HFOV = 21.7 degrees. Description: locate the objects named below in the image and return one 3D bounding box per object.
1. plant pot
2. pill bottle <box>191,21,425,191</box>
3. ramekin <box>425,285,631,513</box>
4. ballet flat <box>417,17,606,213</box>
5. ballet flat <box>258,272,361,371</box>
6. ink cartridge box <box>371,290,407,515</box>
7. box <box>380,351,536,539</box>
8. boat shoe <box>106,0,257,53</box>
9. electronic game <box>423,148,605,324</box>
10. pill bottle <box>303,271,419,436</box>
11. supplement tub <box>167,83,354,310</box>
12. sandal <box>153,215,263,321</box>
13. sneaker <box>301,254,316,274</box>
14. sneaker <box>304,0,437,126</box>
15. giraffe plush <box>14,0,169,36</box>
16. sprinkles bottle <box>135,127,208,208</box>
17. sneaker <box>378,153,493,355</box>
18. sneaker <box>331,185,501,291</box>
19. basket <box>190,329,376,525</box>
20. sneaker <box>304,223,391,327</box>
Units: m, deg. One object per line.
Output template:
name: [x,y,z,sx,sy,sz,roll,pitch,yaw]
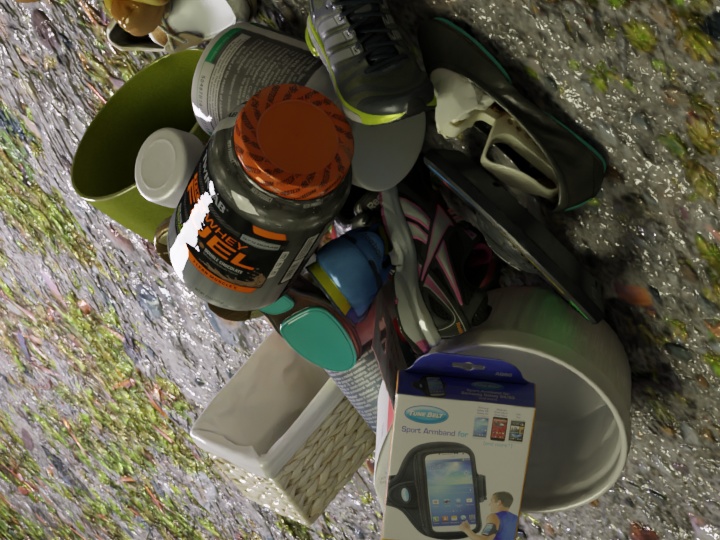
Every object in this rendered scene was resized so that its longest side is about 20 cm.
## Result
plant pot: [-0.149,-0.082,1.848,0.186,0.188,0.200,9,151,51]
pill bottle: [-0.046,-0.142,1.647,0.199,0.113,0.114,24,147,40]
ramekin: [0.147,0.108,1.657,0.198,0.105,0.201,11,131,13]
ballet flat: [0.107,-0.121,1.497,0.200,0.068,0.068,41,155,11]
ballet flat: [-0.063,0.021,1.741,0.073,0.073,0.200,15,163,47]
ink cartridge box: [0.025,0.133,1.722,0.161,0.050,0.201,-84,-25,-69]
box: [0.083,0.162,1.602,0.118,0.042,0.201,5,125,1]
boat shoe: [-0.168,-0.235,1.750,0.199,0.068,0.075,-3,125,57]
electronic game: [0.127,-0.028,1.552,0.200,0.042,0.200,43,-178,-2]
pill bottle: [0.023,0.076,1.853,0.200,0.120,0.119,52,154,-13]
supplement tub: [-0.081,-0.060,1.552,0.122,0.122,0.200,43,146,6]
sandal: [-0.128,-0.011,1.776,0.080,0.054,0.200,-18,147,20]
sneaker: [-0.051,0.034,1.964,0.200,0.078,0.090,50,157,18]
sneaker: [0.001,-0.185,1.509,0.200,0.073,0.081,-127,21,-47]
giraffe plush: [-0.272,-0.297,1.662,0.200,0.161,0.174,41,133,41]
sprinkles bottle: [-0.114,-0.076,1.724,0.068,0.069,0.199,21,-177,41]
sneaker: [0.071,-0.019,1.619,0.080,0.086,0.201,62,-163,-54]
sneaker: [0.042,-0.031,1.723,0.200,0.071,0.098,27,151,37]
basket: [-0.059,0.156,2.012,0.135,0.200,0.124,17,149,46]
sneaker: [0.000,0.000,1.685,0.066,0.078,0.200,50,179,5]
